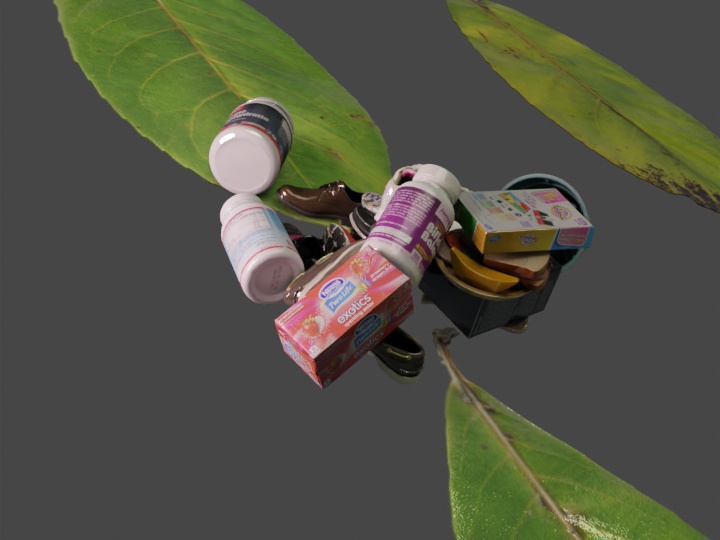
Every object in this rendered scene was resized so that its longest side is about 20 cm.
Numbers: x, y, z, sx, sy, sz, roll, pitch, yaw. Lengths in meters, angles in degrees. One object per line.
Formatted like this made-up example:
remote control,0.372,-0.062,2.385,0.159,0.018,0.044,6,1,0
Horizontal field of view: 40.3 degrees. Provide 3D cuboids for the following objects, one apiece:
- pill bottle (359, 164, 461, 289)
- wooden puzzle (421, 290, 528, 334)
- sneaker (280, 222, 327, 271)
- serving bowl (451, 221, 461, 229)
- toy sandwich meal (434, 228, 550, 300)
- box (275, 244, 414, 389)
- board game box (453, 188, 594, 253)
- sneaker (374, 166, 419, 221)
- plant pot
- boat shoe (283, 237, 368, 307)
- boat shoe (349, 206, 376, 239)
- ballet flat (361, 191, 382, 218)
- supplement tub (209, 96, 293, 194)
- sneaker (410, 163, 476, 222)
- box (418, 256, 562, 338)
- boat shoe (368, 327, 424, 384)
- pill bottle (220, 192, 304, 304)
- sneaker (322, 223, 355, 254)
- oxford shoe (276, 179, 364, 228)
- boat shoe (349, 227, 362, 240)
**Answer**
pill bottle,0.088,-0.074,1.619,0.111,0.113,0.201,26,65,11
wooden puzzle,0.216,0.044,1.837,0.197,0.038,0.186,16,31,1
sneaker,-0.100,-0.036,1.717,0.073,0.088,0.201,3,35,-26
serving bowl,0.152,-0.096,1.940,0.198,0.066,0.201,22,29,-13
toy sandwich meal,0.223,-0.026,1.649,0.202,0.071,0.206,10,38,-8
box,-0.022,0.070,1.508,0.199,0.096,0.100,-39,57,-19
board game box,0.271,-0.086,1.660,0.197,0.041,0.153,-3,31,-16
sneaker,0.101,-0.143,1.751,0.081,0.089,0.200,24,32,18
plant pot,0.373,-0.084,1.958,0.199,0.202,0.196,33,13,20
boat shoe,-0.043,0.003,1.622,0.059,0.072,0.200,17,46,43
boat shoe,0.054,-0.061,1.755,0.071,0.068,0.200,6,30,-44
ballet flat,0.085,-0.083,1.826,0.201,0.072,0.072,50,37,8
supplement tub,-0.209,-0.248,1.933,0.139,0.142,0.201,19,31,-3
sneaker,0.156,-0.120,1.863,0.198,0.077,0.085,29,48,10
box,0.230,0.012,1.750,0.198,0.108,0.149,-16,48,-35
boat shoe,0.025,0.099,1.589,0.200,0.061,0.071,37,38,26
pill bottle,-0.174,-0.043,1.664,0.107,0.110,0.201,2,35,-27
sneaker,0.000,0.000,1.736,0.084,0.077,0.201,2,44,-48
oxford shoe,-0.065,-0.146,1.916,0.197,0.085,0.073,10,34,-14
boat shoe,0.037,-0.068,1.875,0.071,0.061,0.201,32,33,20
